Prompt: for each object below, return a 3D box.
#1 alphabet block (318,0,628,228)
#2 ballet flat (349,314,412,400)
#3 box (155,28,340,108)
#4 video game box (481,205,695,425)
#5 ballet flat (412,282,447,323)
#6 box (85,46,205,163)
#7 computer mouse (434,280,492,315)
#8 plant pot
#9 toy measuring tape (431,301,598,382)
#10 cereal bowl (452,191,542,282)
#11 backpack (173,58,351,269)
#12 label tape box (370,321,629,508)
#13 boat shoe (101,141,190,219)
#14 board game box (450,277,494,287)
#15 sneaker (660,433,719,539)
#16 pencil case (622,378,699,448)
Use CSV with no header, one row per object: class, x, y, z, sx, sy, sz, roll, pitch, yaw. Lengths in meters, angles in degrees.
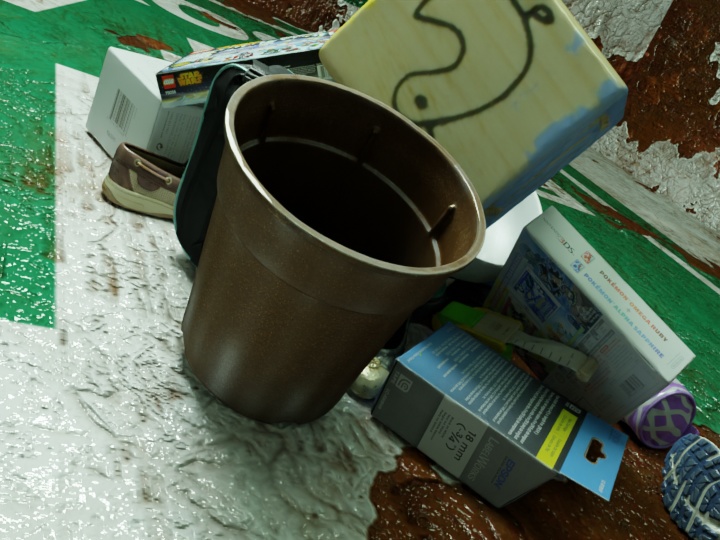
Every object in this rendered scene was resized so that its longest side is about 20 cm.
alphabet block,0.110,-0.169,0.718,0.202,0.194,0.196,53,14,8
ballet flat,0.022,0.037,0.745,0.065,0.057,0.202,21,44,-3
box,-0.107,-0.223,0.846,0.195,0.041,0.138,-7,23,7
video game box,0.208,0.059,0.762,0.046,0.201,0.183,-36,73,-19
ballet flat,0.000,0.000,0.857,0.197,0.074,0.073,27,21,1
box,-0.209,-0.176,0.961,0.197,0.108,0.152,3,31,-46
computer mouse,0.152,0.049,0.950,0.195,0.054,0.139,6,21,-24
plant pot,-0.040,-0.004,0.586,0.196,0.200,0.203,20,38,-16
toy measuring tape,0.150,0.087,0.787,0.073,0.075,0.198,2,13,-46
cereal bowl,0.108,-0.072,0.882,0.196,0.083,0.204,17,54,-25
backpack,-0.080,-0.074,0.745,0.175,0.202,0.153,36,20,16
label tape box,0.125,0.137,0.684,0.198,0.064,0.144,33,22,18
boat shoe,-0.178,-0.093,0.853,0.196,0.073,0.072,14,24,-30
board game box,0.190,-0.010,1.007,0.195,0.035,0.136,12,18,-8
sneaker,0.355,0.242,0.722,0.084,0.077,0.202,26,26,-29
pencil case,0.315,0.122,0.930,0.085,0.084,0.201,41,13,-31
